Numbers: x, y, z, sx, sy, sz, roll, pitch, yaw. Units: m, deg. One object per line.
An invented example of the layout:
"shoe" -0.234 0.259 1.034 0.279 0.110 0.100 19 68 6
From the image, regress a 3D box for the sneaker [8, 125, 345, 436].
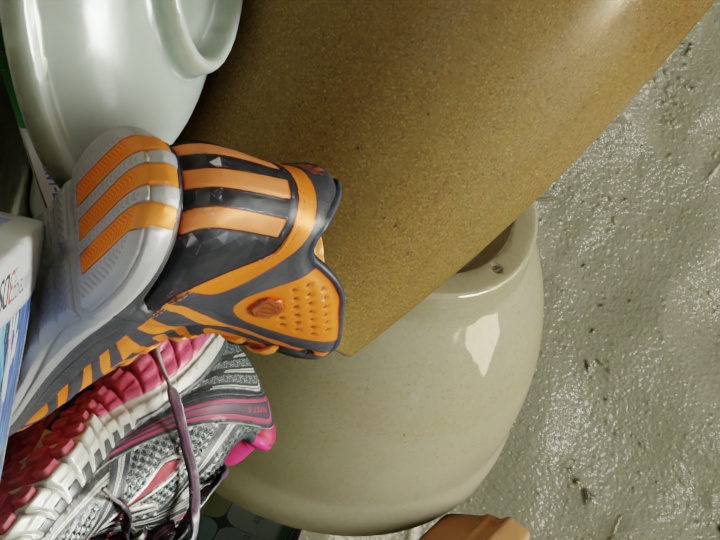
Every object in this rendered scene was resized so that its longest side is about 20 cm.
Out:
"sneaker" -0.071 0.016 1.040 0.200 0.112 0.078 -32 -124 54

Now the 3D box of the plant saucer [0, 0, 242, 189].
"plant saucer" -0.077 -0.124 1.050 0.200 0.050 0.200 0 90 -78

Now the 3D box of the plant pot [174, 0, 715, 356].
"plant pot" 0.010 -0.074 1.148 0.200 0.186 0.186 -58 -179 -1

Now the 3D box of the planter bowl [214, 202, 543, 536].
"planter bowl" 0.000 0.000 1.322 0.135 0.200 0.200 121 -16 -48

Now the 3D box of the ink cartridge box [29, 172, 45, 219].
"ink cartridge box" -0.128 -0.058 1.402 0.160 0.047 0.200 -81 -174 -49

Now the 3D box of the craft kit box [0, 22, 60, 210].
"craft kit box" -0.090 -0.097 1.207 0.198 0.048 0.200 72 22 -50

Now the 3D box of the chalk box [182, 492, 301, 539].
"chalk box" -0.106 0.149 1.392 0.124 0.124 0.200 -61 171 -53

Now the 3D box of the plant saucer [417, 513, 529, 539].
"plant saucer" -0.004 0.179 1.353 0.200 0.037 0.200 -44 175 -5

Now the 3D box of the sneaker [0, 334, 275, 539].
"sneaker" -0.098 0.085 1.109 0.081 0.075 0.200 -20 -161 46

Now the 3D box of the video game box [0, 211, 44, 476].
"video game box" -0.143 0.084 0.915 0.182 0.047 0.200 -73 174 -84
